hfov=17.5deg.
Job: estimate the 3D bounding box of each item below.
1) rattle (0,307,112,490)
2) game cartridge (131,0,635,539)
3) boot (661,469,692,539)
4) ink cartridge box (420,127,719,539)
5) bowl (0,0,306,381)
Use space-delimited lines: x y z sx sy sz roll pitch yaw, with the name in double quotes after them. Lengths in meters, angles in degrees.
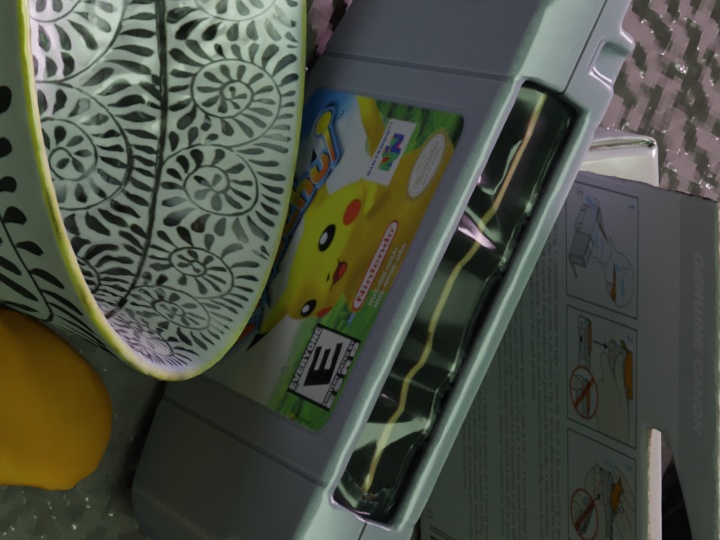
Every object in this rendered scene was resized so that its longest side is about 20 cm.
-0.185 0.067 0.649 0.200 0.143 0.130 -44 85 2 "rattle"
0.000 0.000 0.676 0.040 0.133 0.201 26 86 -23 "game cartridge"
0.189 0.110 0.832 0.168 0.076 0.200 41 87 -25 "boot"
0.073 0.059 0.704 0.043 0.173 0.201 -8 104 -27 "ink cartridge box"
-0.088 -0.072 0.618 0.094 0.201 0.202 0 103 16 "bowl"
